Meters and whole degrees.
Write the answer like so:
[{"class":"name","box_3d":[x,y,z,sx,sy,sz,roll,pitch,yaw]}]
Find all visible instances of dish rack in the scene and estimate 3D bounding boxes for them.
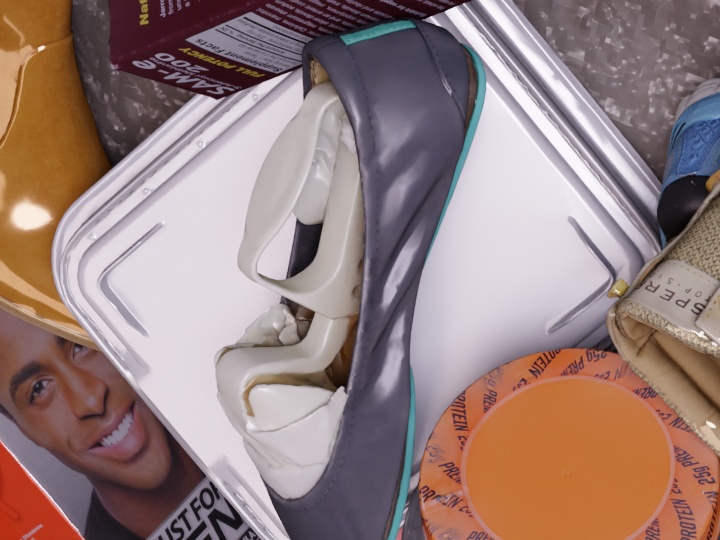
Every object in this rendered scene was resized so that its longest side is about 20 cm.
[{"class":"dish rack","box_3d":[0.000,0.000,0.821,0.200,0.044,0.172,-39,95,14]}]

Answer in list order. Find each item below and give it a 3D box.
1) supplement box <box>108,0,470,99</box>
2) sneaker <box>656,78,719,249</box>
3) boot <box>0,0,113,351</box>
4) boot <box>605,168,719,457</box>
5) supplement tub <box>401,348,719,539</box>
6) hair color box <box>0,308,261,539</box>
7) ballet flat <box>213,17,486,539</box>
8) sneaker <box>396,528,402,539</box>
[{"class":"supplement box","box_3d":[0.005,-0.138,0.749,0.199,0.061,0.110,-17,70,34]},{"class":"sneaker","box_3d":[0.141,0.039,0.783,0.078,0.090,0.201,-14,109,34]},{"class":"boot","box_3d":[-0.126,-0.070,0.881,0.201,0.071,0.144,36,128,12]},{"class":"boot","box_3d":[0.127,-0.044,0.688,0.073,0.155,0.201,14,142,57]},{"class":"supplement tub","box_3d":[0.081,0.122,0.800,0.122,0.123,0.200,14,148,21]},{"class":"hair color box","box_3d":[-0.111,0.084,0.938,0.200,0.102,0.061,49,128,-4]},{"class":"ballet flat","box_3d":[-0.013,0.014,0.762,0.073,0.073,0.201,18,107,19]},{"class":"sneaker","box_3d":[0.002,0.066,0.900,0.086,0.074,0.201,-16,107,11]}]
